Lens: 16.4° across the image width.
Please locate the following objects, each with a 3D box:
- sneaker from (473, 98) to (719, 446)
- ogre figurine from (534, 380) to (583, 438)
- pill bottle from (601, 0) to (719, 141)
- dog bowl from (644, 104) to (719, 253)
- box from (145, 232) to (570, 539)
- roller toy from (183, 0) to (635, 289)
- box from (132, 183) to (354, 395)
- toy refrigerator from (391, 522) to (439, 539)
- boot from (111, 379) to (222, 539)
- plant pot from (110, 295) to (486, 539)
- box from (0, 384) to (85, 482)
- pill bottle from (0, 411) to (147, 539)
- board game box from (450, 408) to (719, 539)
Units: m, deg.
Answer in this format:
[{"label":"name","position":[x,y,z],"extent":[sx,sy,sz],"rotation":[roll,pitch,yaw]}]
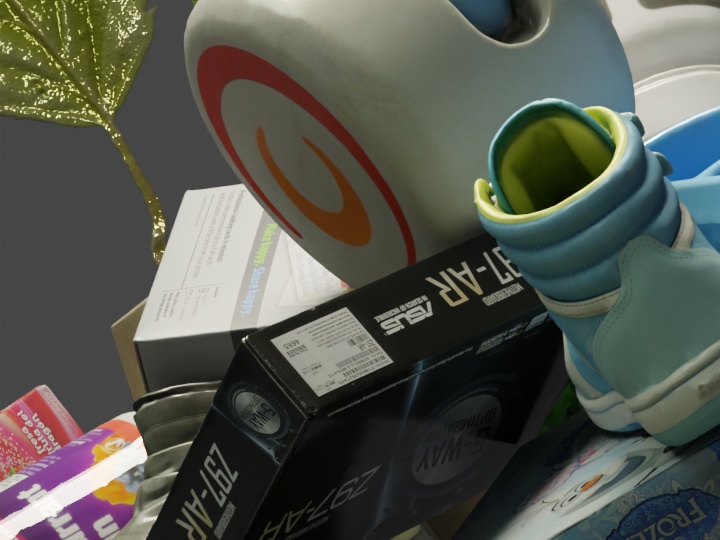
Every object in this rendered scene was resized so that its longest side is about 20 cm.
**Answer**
[{"label":"sneaker","position":[0.094,-0.007,0.953],"extent":[0.080,0.131,0.200],"rotation":[-37,3,-6]},{"label":"ogre figurine","position":[0.161,0.007,1.202],"extent":[0.200,0.098,0.120],"rotation":[-53,14,27]},{"label":"pill bottle","position":[0.134,-0.132,1.304],"extent":[0.114,0.200,0.114],"rotation":[-15,-28,-8]},{"label":"dog bowl","position":[0.177,-0.038,1.047],"extent":[0.111,0.050,0.200],"rotation":[-35,14,-28]},{"label":"box","position":[0.011,0.060,1.055],"extent":[0.200,0.044,0.160],"rotation":[-22,-28,-40]},{"label":"roller toy","position":[0.027,-0.084,1.124],"extent":[0.140,0.200,0.182],"rotation":[-42,32,-20]},{"label":"box","position":[0.000,0.000,1.234],"extent":[0.200,0.041,0.156],"rotation":[-6,29,11]},{"label":"toy refrigerator","position":[-0.057,0.171,1.219],"extent":[0.200,0.076,0.070],"rotation":[-38,-32,0]},{"label":"boot","position":[-0.095,0.116,1.148],"extent":[0.200,0.131,0.068],"rotation":[1,-28,-17]},{"label":"plant pot","position":[-0.040,0.081,1.369],"extent":[0.187,0.200,0.187],"rotation":[-38,4,3]},{"label":"box","position":[-0.172,0.180,1.412],"extent":[0.100,0.200,0.095],"rotation":[-36,1,29]},{"label":"pill bottle","position":[-0.170,0.164,1.280],"extent":[0.200,0.111,0.111],"rotation":[-30,-1,-30]},{"label":"board game box","position":[0.121,0.077,1.003],"extent":[0.199,0.043,0.200],"rotation":[-34,4,28]}]
